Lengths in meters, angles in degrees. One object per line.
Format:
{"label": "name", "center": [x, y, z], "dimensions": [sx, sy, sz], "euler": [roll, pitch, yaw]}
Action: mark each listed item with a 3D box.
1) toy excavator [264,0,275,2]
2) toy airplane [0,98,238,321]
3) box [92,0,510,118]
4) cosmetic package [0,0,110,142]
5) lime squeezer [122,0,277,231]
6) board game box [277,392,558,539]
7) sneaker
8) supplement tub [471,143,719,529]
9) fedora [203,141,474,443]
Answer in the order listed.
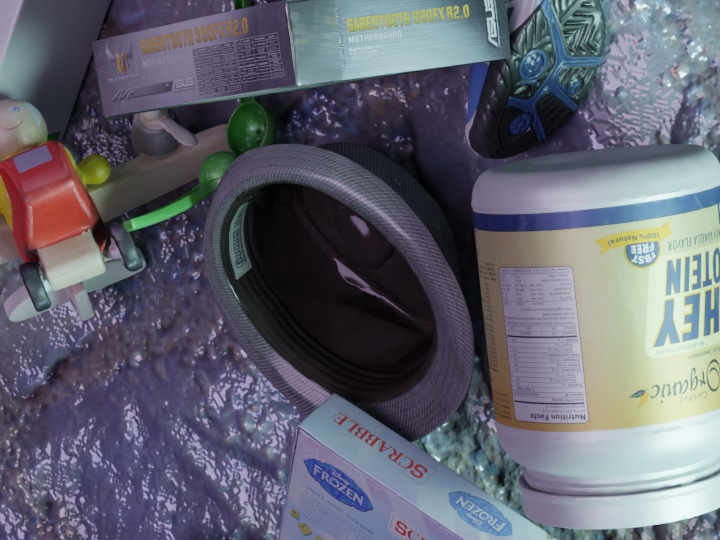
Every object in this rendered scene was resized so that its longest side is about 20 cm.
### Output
{"label": "toy excavator", "center": [-0.048, -0.254, 1.285], "dimensions": [0.193, 0.100, 0.201], "euler": [-10, 94, -12]}
{"label": "toy airplane", "center": [-0.200, -0.041, 1.409], "dimensions": [0.199, 0.200, 0.142], "euler": [-28, 85, 36]}
{"label": "box", "center": [-0.037, -0.129, 1.282], "dimensions": [0.200, 0.158, 0.049], "euler": [-3, 96, 52]}
{"label": "cosmetic package", "center": [-0.239, -0.146, 1.456], "dimensions": [0.085, 0.107, 0.201], "euler": [32, 114, 20]}
{"label": "lime squeezer", "center": [-0.085, -0.082, 1.372], "dimensions": [0.038, 0.201, 0.071], "euler": [2, 141, 28]}
{"label": "board game box", "center": [0.038, 0.201, 1.360], "dimensions": [0.200, 0.041, 0.200], "euler": [33, 138, 20]}
{"label": "sneaker", "center": [0.099, -0.163, 1.296], "dimensions": [0.077, 0.075, 0.201], "euler": [36, 118, 45]}
{"label": "supplement tub", "center": [0.142, 0.035, 1.256], "dimensions": [0.144, 0.144, 0.201], "euler": [-3, 98, 29]}
{"label": "fedora", "center": [0.000, 0.000, 1.349], "dimensions": [0.200, 0.090, 0.177], "euler": [46, 132, 0]}
